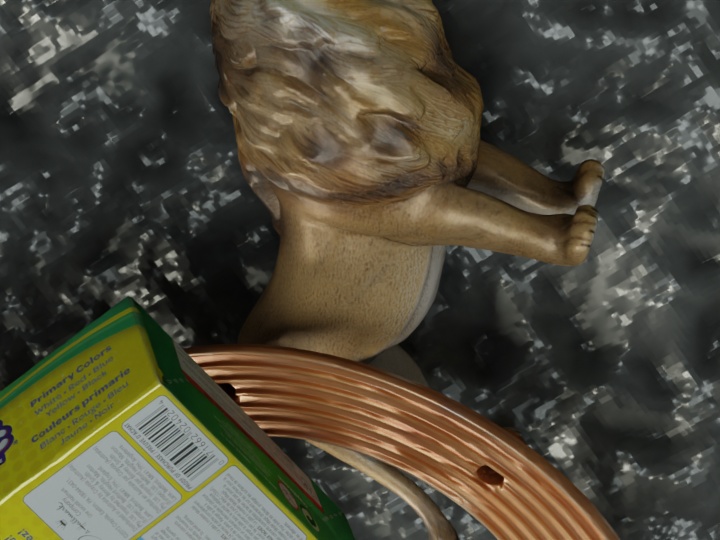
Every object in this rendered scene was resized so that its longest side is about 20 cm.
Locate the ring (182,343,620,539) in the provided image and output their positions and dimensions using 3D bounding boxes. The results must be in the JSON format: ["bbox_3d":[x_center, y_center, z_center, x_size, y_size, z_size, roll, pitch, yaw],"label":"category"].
[{"bbox_3d":[-0.003,0.092,0.876,0.199,0.019,0.201,15,137,14],"label":"ring"}]

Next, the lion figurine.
[{"bbox_3d":[0.000,0.000,0.838,0.122,0.073,0.201,16,120,1],"label":"lion figurine"}]

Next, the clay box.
[{"bbox_3d":[-0.107,0.109,0.807,0.199,0.048,0.115,-35,128,8],"label":"clay box"}]
